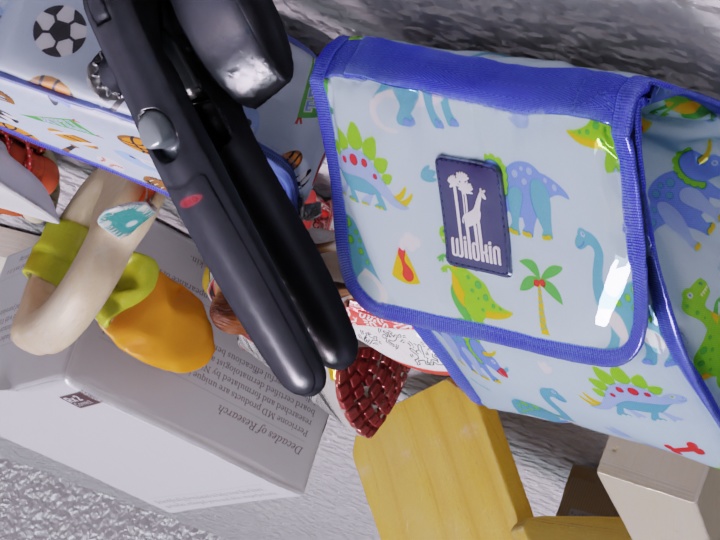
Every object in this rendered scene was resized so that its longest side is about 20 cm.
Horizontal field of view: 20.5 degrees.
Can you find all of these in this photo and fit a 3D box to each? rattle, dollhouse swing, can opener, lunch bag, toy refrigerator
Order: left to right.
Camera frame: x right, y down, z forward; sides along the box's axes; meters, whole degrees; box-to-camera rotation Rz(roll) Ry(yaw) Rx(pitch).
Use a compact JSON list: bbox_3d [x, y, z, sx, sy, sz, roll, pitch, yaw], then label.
[{"bbox_3d":[-0.104,-0.082,0.947,0.200,0.076,0.160,22,168,2],"label":"lunch bag"},{"bbox_3d":[-0.116,-0.001,1.181,0.143,0.130,0.200,43,135,-10],"label":"rattle"},{"bbox_3d":[-0.057,-0.040,0.827,0.079,0.063,0.200,-14,99,45],"label":"can opener"},{"bbox_3d":[0.115,0.180,1.465,0.182,0.176,0.200,4,159,-30],"label":"dollhouse swing"},{"bbox_3d":[0.087,-0.017,0.824,0.170,0.128,0.200,12,149,43],"label":"lunch bag"},{"bbox_3d":[0.200,0.126,1.256,0.070,0.076,0.200,16,165,20],"label":"toy refrigerator"}]

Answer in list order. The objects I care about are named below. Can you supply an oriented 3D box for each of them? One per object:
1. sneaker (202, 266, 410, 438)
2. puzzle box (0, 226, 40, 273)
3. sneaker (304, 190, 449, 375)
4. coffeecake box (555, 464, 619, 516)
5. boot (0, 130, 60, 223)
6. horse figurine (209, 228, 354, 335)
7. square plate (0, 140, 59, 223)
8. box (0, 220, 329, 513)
[{"bbox_3d":[-0.031,0.040,1.307,0.082,0.078,0.200,16,156,38],"label":"sneaker"},{"bbox_3d":[-0.266,-0.002,1.575,0.200,0.025,0.133,14,164,29],"label":"puzzle box"},{"bbox_3d":[-0.001,0.001,1.107,0.201,0.067,0.108,17,168,27],"label":"sneaker"},{"bbox_3d":[0.262,0.229,1.544,0.153,0.073,0.200,9,161,40],"label":"coffeecake box"},{"bbox_3d":[-0.235,-0.077,1.187,0.107,0.075,0.200,11,168,4],"label":"boot"},{"bbox_3d":[-0.012,0.002,0.960,0.132,0.050,0.200,-15,-176,34],"label":"horse figurine"},{"bbox_3d":[-0.270,-0.090,1.002,0.200,0.028,0.198,18,169,24],"label":"square plate"},{"bbox_3d":[-0.148,0.070,1.400,0.200,0.131,0.199,29,156,-26],"label":"box"}]
